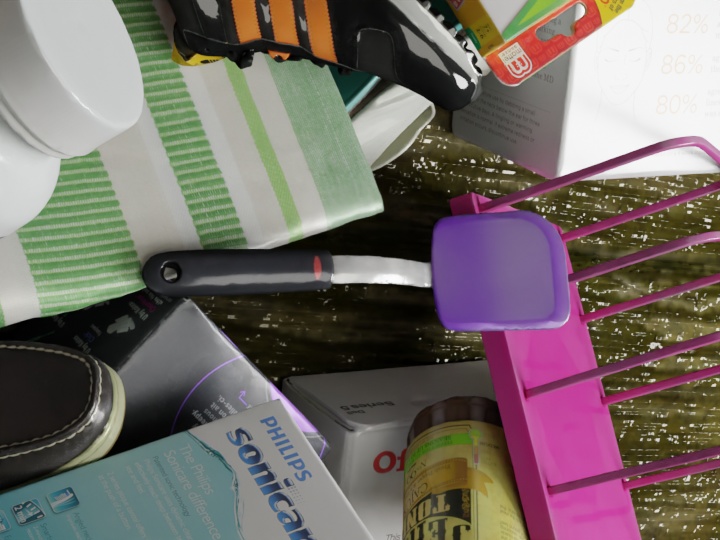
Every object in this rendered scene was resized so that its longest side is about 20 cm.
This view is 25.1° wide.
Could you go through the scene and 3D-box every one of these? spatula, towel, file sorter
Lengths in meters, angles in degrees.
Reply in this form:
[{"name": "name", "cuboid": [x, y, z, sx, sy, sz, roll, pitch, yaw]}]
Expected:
[{"name": "spatula", "cuboid": [0.000, 0.000, 0.731, 0.198, 0.021, 0.057, 0, 79, -19]}, {"name": "towel", "cuboid": [-0.104, -0.068, 0.736, 0.198, 0.023, 0.154, -19, 81, -25]}, {"name": "file sorter", "cuboid": [0.146, 0.050, 0.801, 0.139, 0.124, 0.202, 13, 61, -64]}]

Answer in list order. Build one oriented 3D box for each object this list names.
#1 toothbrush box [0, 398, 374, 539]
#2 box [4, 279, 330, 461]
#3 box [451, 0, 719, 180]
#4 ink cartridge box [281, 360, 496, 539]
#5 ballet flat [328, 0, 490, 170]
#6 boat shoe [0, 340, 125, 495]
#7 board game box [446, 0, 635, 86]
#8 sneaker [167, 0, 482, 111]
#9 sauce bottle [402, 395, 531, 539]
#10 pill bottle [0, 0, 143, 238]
[{"name": "toothbrush box", "cuboid": [-0.088, 0.156, 0.655, 0.198, 0.147, 0.086, -19, 137, -24]}, {"name": "box", "cuboid": [-0.134, 0.104, 0.771, 0.200, 0.106, 0.122, -47, 124, -8]}, {"name": "box", "cuboid": [0.144, -0.159, 0.844, 0.151, 0.106, 0.202, -4, 109, -28]}, {"name": "ink cartridge box", "cuboid": [0.027, 0.159, 0.899, 0.144, 0.084, 0.202, -3, 108, -30]}, {"name": "ballet flat", "cuboid": [0.029, -0.106, 0.808, 0.200, 0.070, 0.069, -41, 124, 11]}, {"name": "boat shoe", "cuboid": [-0.200, 0.060, 0.683, 0.197, 0.074, 0.065, -7, 150, 7]}, {"name": "board game box", "cuboid": [0.048, -0.188, 0.724, 0.095, 0.030, 0.201, -34, 96, -28]}, {"name": "sneaker", "cuboid": [-0.040, -0.118, 0.732, 0.199, 0.070, 0.090, 36, 96, -9]}, {"name": "sauce bottle", "cuboid": [0.050, 0.150, 0.745, 0.064, 0.201, 0.065, 1, 133, 1]}, {"name": "pill bottle", "cuboid": [-0.188, -0.051, 0.630, 0.198, 0.112, 0.111, -25, 124, 18]}]
